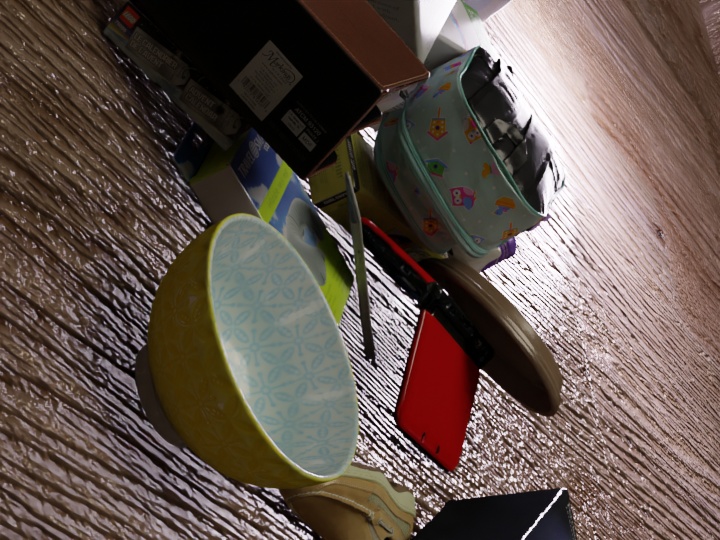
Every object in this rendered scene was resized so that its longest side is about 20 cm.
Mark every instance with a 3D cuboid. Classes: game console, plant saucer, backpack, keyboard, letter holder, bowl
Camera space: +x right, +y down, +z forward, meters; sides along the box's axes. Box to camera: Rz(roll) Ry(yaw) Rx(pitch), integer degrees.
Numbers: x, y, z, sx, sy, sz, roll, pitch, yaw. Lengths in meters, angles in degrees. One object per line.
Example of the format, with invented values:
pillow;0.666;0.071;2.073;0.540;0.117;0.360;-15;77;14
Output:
game console;0.043;0.071;1.731;0.172;0.119;0.200;43;-2;26
plant saucer;0.130;0.060;1.817;0.200;0.029;0.200;46;-12;12
backpack;0.101;-0.104;1.752;0.177;0.152;0.200;59;12;-11
keyboard;0.000;0.000;1.625;0.201;0.011;0.057;84;-1;-51
letter holder;-0.057;-0.188;1.478;0.200;0.101;0.142;47;23;5
bowl;-0.095;0.072;1.319;0.200;0.107;0.201;50;27;-37

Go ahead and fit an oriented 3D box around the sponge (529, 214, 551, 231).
sponge;0.137;-0.098;1.997;0.112;0.030;0.200;57;-8;-10

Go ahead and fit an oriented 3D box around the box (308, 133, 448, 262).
box;0.017;-0.065;1.797;0.200;0.050;0.076;34;39;-54

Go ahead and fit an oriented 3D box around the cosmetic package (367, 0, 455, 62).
cosmetic package;0.010;-0.321;1.649;0.201;0.164;0.166;85;30;-61

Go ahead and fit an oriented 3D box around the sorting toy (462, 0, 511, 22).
sorting toy;0.073;-0.317;1.993;0.201;0.179;0.107;57;23;-23

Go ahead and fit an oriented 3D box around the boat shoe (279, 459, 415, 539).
boat shoe;-0.004;0.200;1.472;0.200;0.071;0.077;30;54;-58

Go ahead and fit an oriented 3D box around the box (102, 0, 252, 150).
box;-0.119;-0.185;1.543;0.137;0.040;0.200;43;24;-3

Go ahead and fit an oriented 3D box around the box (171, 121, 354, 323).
box;-0.077;-0.042;1.553;0.201;0.047;0.122;60;21;-20

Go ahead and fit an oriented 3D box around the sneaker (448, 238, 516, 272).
sneaker;0.125;-0.043;1.946;0.200;0.083;0.081;-105;179;-68

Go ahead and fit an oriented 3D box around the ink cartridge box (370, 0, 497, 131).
ink cartridge box;0.032;-0.219;1.845;0.200;0.144;0.085;18;49;-63

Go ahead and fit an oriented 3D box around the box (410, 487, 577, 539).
box;0.115;0.304;1.526;0.198;0.122;0.202;-28;108;-69
